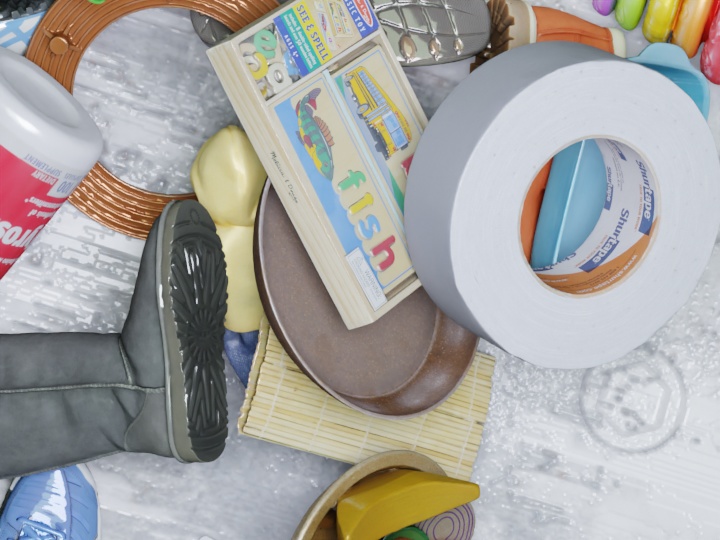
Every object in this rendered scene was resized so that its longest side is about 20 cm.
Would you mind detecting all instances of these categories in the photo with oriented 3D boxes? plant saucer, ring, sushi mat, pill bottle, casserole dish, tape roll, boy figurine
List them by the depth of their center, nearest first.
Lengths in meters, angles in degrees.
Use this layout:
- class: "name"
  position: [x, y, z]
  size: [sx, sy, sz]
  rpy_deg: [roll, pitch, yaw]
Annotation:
- class: "tape roll"
  position: [0.130, -0.041, 1.650]
  size: [0.200, 0.066, 0.201]
  rpy_deg: [-8, 108, -25]
- class: "pill bottle"
  position: [-0.265, -0.039, 1.668]
  size: [0.112, 0.112, 0.200]
  rpy_deg: [40, 104, -4]
- class: "plant saucer"
  position: [0.000, 0.000, 1.680]
  size: [0.200, 0.034, 0.201]
  rpy_deg: [15, 67, -40]
- class: "boy figurine"
  position: [-0.071, 0.003, 1.704]
  size: [0.124, 0.064, 0.200]
  rpy_deg: [-20, 108, -6]
- class: "ring"
  position: [-0.125, -0.109, 1.710]
  size: [0.200, 0.019, 0.201]
  rpy_deg: [1, 112, 1]
- class: "sushi mat"
  position: [0.007, 0.082, 1.715]
  size: [0.200, 0.012, 0.096]
  rpy_deg: [18, 83, -38]
- class: "casserole dish"
  position: [0.169, -0.058, 1.742]
  size: [0.121, 0.039, 0.201]
  rpy_deg: [3, 105, -45]

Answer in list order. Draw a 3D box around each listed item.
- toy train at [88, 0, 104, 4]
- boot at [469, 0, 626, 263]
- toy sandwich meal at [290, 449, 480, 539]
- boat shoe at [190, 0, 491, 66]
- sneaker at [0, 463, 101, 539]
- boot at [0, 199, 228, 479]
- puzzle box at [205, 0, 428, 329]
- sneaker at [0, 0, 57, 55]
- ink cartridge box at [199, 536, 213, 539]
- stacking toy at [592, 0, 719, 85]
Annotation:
- class: "toy train"
  position: [-0.166, -0.252, 1.688]
  size: [0.056, 0.042, 0.200]
  rpy_deg: [31, 42, -25]
- class: "boot"
  position: [0.126, -0.077, 1.758]
  size: [0.107, 0.075, 0.201]
  rpy_deg: [7, 96, -25]
- class: "toy sandwich meal"
  position: [0.018, 0.212, 1.681]
  size: [0.205, 0.070, 0.206]
  rpy_deg: [-19, 115, -45]
- class: "boat shoe"
  position: [-0.013, -0.170, 1.743]
  size: [0.199, 0.073, 0.075]
  rpy_deg: [5, 84, -1]
- class: "sneaker"
  position: [-0.216, 0.214, 1.700]
  size: [0.075, 0.077, 0.201]
  rpy_deg: [14, 84, -4]
- class: "boot"
  position: [-0.185, 0.047, 1.676]
  size: [0.200, 0.073, 0.182]
  rpy_deg: [-1, 86, 31]
- class: "puzzle box"
  position: [-0.006, -0.079, 1.657]
  size: [0.133, 0.025, 0.200]
  rpy_deg: [-38, 104, -45]
- class: "sneaker"
  position: [-0.273, -0.131, 1.719]
  size: [0.200, 0.072, 0.073]
  rpy_deg: [-32, 126, -13]
- class: "ink cartridge box"
  position: [-0.131, 0.270, 1.683]
  size: [0.068, 0.116, 0.200]
  rpy_deg: [32, 82, -47]
- class: "stacking toy"
  position: [0.194, -0.199, 1.763]
  size: [0.199, 0.110, 0.116]
  rpy_deg: [18, 69, 5]
